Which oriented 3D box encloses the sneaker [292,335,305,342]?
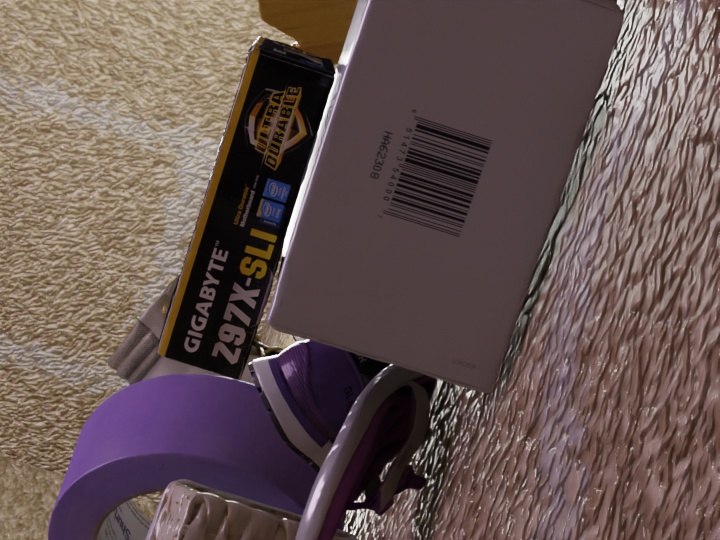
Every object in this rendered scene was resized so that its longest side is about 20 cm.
[{"bbox_3d":[-0.006,0.035,1.653,0.089,0.078,0.200,-62,16,22],"label":"sneaker"}]

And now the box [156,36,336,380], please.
[{"bbox_3d":[-0.058,-0.040,1.140,0.200,0.049,0.160,-99,28,-82],"label":"box"}]

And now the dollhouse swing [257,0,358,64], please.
[{"bbox_3d":[0.014,-0.273,1.550,0.176,0.181,0.201,-82,-18,-68],"label":"dollhouse swing"}]

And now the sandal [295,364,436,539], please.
[{"bbox_3d":[0.018,0.099,1.204,0.203,0.050,0.083,-49,-22,-62],"label":"sandal"}]

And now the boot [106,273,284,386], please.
[{"bbox_3d":[-0.077,0.059,1.543,0.200,0.155,0.072,-41,-3,26],"label":"boot"}]

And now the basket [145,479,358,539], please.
[{"bbox_3d":[-0.082,0.241,1.341,0.123,0.135,0.201,153,136,-78],"label":"basket"}]

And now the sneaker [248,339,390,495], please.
[{"bbox_3d":[0.003,0.086,1.345,0.076,0.087,0.200,63,-176,19],"label":"sneaker"}]

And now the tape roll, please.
[{"bbox_3d":[-0.111,0.174,1.505,0.085,0.199,0.200,-79,8,-52],"label":"tape roll"}]

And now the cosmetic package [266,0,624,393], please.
[{"bbox_3d":[0.041,-0.073,1.112,0.200,0.123,0.200,-90,17,-73],"label":"cosmetic package"}]
